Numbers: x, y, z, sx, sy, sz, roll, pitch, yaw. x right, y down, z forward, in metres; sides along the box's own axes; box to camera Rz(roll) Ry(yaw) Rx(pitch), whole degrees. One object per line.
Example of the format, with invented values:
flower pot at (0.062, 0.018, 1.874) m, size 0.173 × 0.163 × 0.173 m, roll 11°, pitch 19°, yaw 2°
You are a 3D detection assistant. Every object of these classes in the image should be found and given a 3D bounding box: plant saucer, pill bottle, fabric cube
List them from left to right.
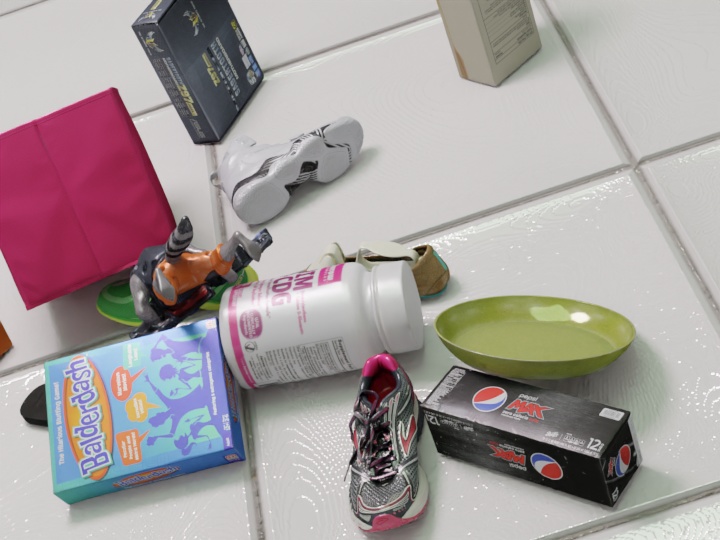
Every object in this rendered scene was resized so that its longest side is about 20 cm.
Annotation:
fabric cube at (-0.345, -0.091, 1.735) m, size 0.199 × 0.200 × 0.196 m, roll -23°, pitch 10°, yaw -4°
pill bottle at (-0.040, 0.054, 1.535) m, size 0.199 × 0.114 × 0.114 m, roll -11°, pitch 38°, yaw 12°
plant saucer at (0.172, 0.068, 1.434) m, size 0.199 × 0.031 × 0.200 m, roll 1°, pitch 16°, yaw 0°

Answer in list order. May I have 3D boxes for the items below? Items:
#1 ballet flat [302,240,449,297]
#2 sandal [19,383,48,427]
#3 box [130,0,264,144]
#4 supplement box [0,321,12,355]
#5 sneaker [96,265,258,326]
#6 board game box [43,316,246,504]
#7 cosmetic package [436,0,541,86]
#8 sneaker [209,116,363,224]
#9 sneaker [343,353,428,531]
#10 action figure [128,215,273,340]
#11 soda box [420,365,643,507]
ballet flat at (0.000, 0.000, 1.618) m, size 0.199 × 0.073 × 0.068 m, roll -5°, pitch 39°, yaw 20°
sandal at (-0.300, 0.147, 1.599) m, size 0.199 × 0.045 × 0.075 m, roll 2°, pitch 42°, yaw 27°
box at (-0.219, -0.299, 1.984) m, size 0.051 × 0.200 × 0.158 m, roll -2°, pitch 40°, yaw 32°
supplement box at (-0.526, 0.072, 1.781) m, size 0.199 × 0.069 × 0.067 m, roll 8°, pitch 43°, yaw 35°
sneaker at (-0.220, 0.009, 1.700) m, size 0.199 × 0.084 × 0.074 m, roll -11°, pitch 38°, yaw 14°
board game box at (-0.229, 0.147, 1.520) m, size 0.199 × 0.045 × 0.153 m, roll -16°, pitch 63°, yaw 8°
cosmetic package at (0.159, -0.353, 1.875) m, size 0.105 × 0.200 × 0.071 m, roll -40°, pitch 40°, yaw -26°
sneaker at (-0.098, -0.146, 1.841) m, size 0.200 × 0.075 × 0.115 m, roll -36°, pitch 42°, yaw -14°
sneaker at (0.018, 0.169, 1.399) m, size 0.080 × 0.075 × 0.200 m, roll -13°, pitch 38°, yaw 10°
action figure at (-0.180, -0.014, 1.566) m, size 0.200 × 0.105 × 0.193 m, roll -41°, pitch 13°, yaw -25°
soda box at (0.159, 0.153, 1.355) m, size 0.199 × 0.071 × 0.063 m, roll 14°, pitch 48°, yaw 37°
